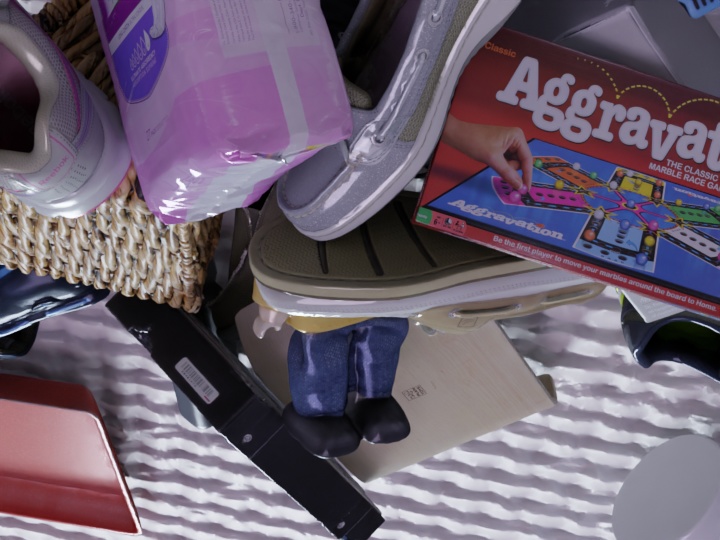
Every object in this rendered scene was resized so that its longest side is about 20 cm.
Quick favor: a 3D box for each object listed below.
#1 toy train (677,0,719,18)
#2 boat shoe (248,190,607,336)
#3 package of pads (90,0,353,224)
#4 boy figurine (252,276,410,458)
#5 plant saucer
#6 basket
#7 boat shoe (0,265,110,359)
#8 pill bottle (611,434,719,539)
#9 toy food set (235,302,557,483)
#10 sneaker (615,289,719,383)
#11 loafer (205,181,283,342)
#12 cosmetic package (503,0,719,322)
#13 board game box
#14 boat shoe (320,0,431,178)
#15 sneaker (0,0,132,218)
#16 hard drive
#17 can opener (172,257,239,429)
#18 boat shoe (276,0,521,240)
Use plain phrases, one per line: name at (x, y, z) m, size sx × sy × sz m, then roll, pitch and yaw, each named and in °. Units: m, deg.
toy train at (0.148, -0.212, 0.668) m, size 0.114 × 0.087 × 0.200 m, roll -28°, pitch 126°, yaw 9°
boat shoe at (0.043, 0.001, 0.791) m, size 0.200 × 0.075 × 0.068 m, roll -6°, pitch 137°, yaw -7°
package of pads at (-0.075, -0.131, 0.704) m, size 0.076 × 0.200 × 0.120 m, roll -12°, pitch 173°, yaw -29°
boy figurine at (0.000, 0.000, 0.857) m, size 0.124 × 0.064 × 0.200 m, roll -9°, pitch 119°, yaw -25°
plant saucer at (-0.274, 0.132, 1.195) m, size 0.199 × 0.037 × 0.200 m, roll 8°, pitch 146°, yaw 9°
basket at (-0.146, -0.081, 0.857) m, size 0.149 × 0.143 × 0.200 m, roll 13°, pitch 161°, yaw 1°
boat shoe at (-0.255, 0.038, 1.070) m, size 0.200 × 0.084 × 0.069 m, roll -25°, pitch 112°, yaw 39°
pill bottle at (0.271, 0.205, 1.063) m, size 0.200 × 0.116 × 0.116 m, roll 39°, pitch 133°, yaw -24°
toy food set at (0.028, 0.055, 0.989) m, size 0.143 × 0.060 × 0.200 m, roll -24°, pitch 139°, yaw 14°
sneaker at (0.248, 0.036, 0.919) m, size 0.200 × 0.081 × 0.074 m, roll 3°, pitch 136°, yaw 14°
loafer at (-0.044, -0.025, 0.964) m, size 0.070 × 0.075 × 0.200 m, roll 51°, pitch 134°, yaw 7°
cosmetic package at (0.152, -0.074, 0.832) m, size 0.107 × 0.090 × 0.200 m, roll -20°, pitch 124°, yaw 31°
board game box at (0.134, -0.042, 0.748) m, size 0.200 × 0.103 × 0.019 m, roll 17°, pitch 177°, yaw -5°
boat shoe at (0.033, -0.087, 0.866) m, size 0.074 × 0.066 × 0.199 m, roll -27°, pitch 122°, yaw 38°
sneaker at (-0.188, -0.109, 0.704) m, size 0.200 × 0.088 × 0.081 m, roll 42°, pitch 90°, yaw 0°
hard drive at (-0.070, 0.093, 0.995) m, size 0.140 × 0.038 × 0.200 m, roll 42°, pitch 173°, yaw 39°
can opener at (-0.125, 0.022, 1.054) m, size 0.067 × 0.053 × 0.200 m, roll 33°, pitch 147°, yaw 31°
boat shoe at (0.013, -0.104, 0.726) m, size 0.065 × 0.074 × 0.202 m, roll 19°, pitch 118°, yaw -36°
